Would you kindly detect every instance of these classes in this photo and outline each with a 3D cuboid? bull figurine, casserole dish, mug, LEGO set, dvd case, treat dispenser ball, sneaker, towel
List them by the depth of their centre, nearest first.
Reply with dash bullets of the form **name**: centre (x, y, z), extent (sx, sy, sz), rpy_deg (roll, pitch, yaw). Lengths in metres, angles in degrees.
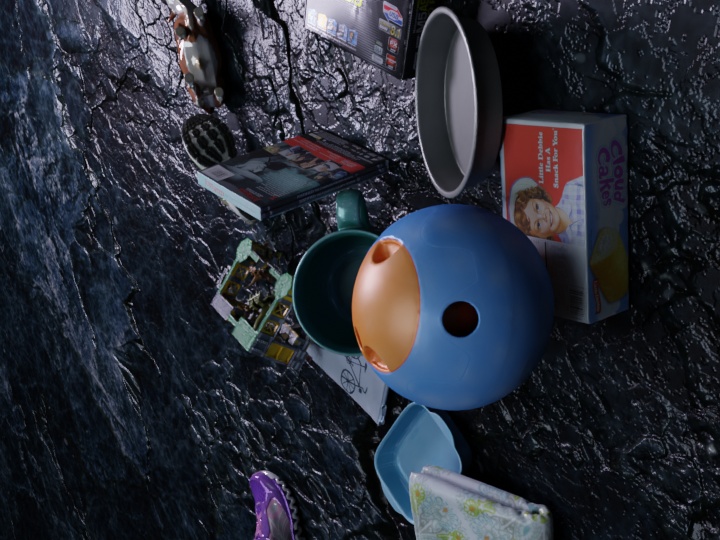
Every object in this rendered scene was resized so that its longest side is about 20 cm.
- **treat dispenser ball**: centre (0.090, 0.036, 1.018), extent (0.200, 0.200, 0.203), rpy_deg (25, 122, 46)
- **towel**: centre (0.149, 0.341, 1.272), extent (0.199, 0.048, 0.173), rpy_deg (13, 122, 39)
- **mug**: centre (0.007, 0.009, 1.291), extent (0.151, 0.114, 0.186), rpy_deg (29, 98, 7)
- **dvd case**: centre (-0.085, -0.125, 1.301), extent (0.146, 0.199, 0.022), rpy_deg (29, 132, 43)
- **casserole dish**: centre (0.085, 0.251, 1.362), extent (0.121, 0.039, 0.201), rpy_deg (54, 139, 25)
- **LEGO set**: centre (-0.121, 0.052, 1.510), extent (0.199, 0.115, 0.155), rpy_deg (26, 90, 51)
- **bull figurine**: centre (-0.244, -0.332, 1.532), extent (0.121, 0.065, 0.202), rpy_deg (-119, 11, -78)
- **sneaker**: centre (-0.210, -0.145, 1.566), extent (0.201, 0.077, 0.089), rpy_deg (56, 158, 12)
- **sneaker**: centre (-0.145, 0.431, 1.699), extent (0.080, 0.088, 0.202), rpy_deg (-34, 75, 54)

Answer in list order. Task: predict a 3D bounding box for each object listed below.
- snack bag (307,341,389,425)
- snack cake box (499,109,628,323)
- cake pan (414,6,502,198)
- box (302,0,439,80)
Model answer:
- **snack bag**: centre (-0.011, 0.088, 1.440), extent (0.200, 0.021, 0.190), rpy_deg (41, 134, 37)
- **snack cake box**: centre (0.207, -0.058, 1.053), extent (0.115, 0.067, 0.202), rpy_deg (16, 116, 51)
- **cake pan**: centre (0.104, -0.179, 1.108), extent (0.200, 0.036, 0.202), rpy_deg (174, 90, -77)
- **box**: centre (0.012, -0.335, 1.221), extent (0.200, 0.044, 0.161), rpy_deg (37, 131, 39)
